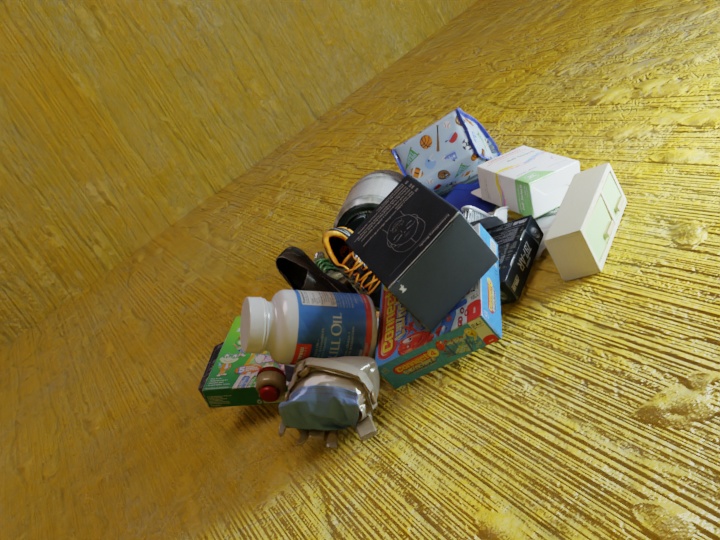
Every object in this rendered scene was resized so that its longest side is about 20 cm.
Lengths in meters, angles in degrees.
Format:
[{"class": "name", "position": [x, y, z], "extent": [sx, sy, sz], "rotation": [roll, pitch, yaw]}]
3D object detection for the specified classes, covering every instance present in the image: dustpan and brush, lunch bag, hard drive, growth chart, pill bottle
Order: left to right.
[{"class": "pill bottle", "position": [-0.081, 0.088, 1.377], "extent": [0.195, 0.115, 0.112], "rotation": [3, 11, -18]}, {"class": "lunch bag", "position": [0.184, -0.222, 1.823], "extent": [0.168, 0.126, 0.199], "rotation": [-27, -12, 21]}, {"class": "hard drive", "position": [0.181, -0.089, 1.693], "extent": [0.130, 0.026, 0.201], "rotation": [7, 48, 45]}, {"class": "dustpan and brush", "position": [0.216, -0.087, 1.572], "extent": [0.137, 0.059, 0.198], "rotation": [-14, -16, 34]}, {"class": "growth chart", "position": [0.282, -0.049, 1.509], "extent": [0.200, 0.018, 0.144], "rotation": [-43, 21, -24]}]

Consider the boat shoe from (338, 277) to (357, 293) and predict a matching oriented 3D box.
[{"class": "boat shoe", "position": [-0.005, 0.030, 1.700], "extent": [0.198, 0.073, 0.072], "rotation": [-32, 19, 24]}]

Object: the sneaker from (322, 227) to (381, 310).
[{"class": "sneaker", "position": [0.000, 0.000, 1.603], "extent": [0.079, 0.200, 0.077], "rotation": [-49, -19, 9]}]

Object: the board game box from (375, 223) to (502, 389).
[{"class": "board game box", "position": [0.117, 0.053, 1.369], "extent": [0.194, 0.056, 0.202], "rotation": [-29, 34, 28]}]

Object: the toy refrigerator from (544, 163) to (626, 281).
[{"class": "toy refrigerator", "position": [0.350, -0.078, 1.382], "extent": [0.069, 0.077, 0.201], "rotation": [-17, 24, 37]}]

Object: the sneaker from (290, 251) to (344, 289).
[{"class": "sneaker", "position": [-0.078, 0.003, 1.802], "extent": [0.076, 0.091, 0.198], "rotation": [6, -11, -40]}]

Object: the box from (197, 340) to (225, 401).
[{"class": "box", "position": [-0.205, 0.162, 1.728], "extent": [0.197, 0.049, 0.159], "rotation": [-28, 21, 15]}]

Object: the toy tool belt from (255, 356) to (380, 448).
[{"class": "toy tool belt", "position": [-0.067, 0.195, 1.308], "extent": [0.195, 0.126, 0.125], "rotation": [-5, 46, 12]}]

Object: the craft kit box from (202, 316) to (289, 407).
[{"class": "craft kit box", "position": [-0.153, 0.150, 1.570], "extent": [0.195, 0.049, 0.199], "rotation": [-6, 32, 17]}]

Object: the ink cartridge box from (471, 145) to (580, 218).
[{"class": "ink cartridge box", "position": [0.288, -0.165, 1.616], "extent": [0.115, 0.069, 0.199], "rotation": [-24, 26, -20]}]

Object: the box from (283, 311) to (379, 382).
[{"class": "box", "position": [-0.041, 0.132, 1.482], "extent": [0.116, 0.042, 0.201], "rotation": [10, 36, 19]}]

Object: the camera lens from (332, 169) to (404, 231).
[{"class": "camera lens", "position": [0.036, -0.097, 1.788], "extent": [0.158, 0.162, 0.201], "rotation": [-24, 19, 22]}]

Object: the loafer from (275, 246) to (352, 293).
[{"class": "loafer", "position": [-0.087, 0.037, 1.650], "extent": [0.074, 0.199, 0.071], "rotation": [-58, -19, 20]}]

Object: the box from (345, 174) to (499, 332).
[{"class": "box", "position": [0.087, -0.031, 1.344], "extent": [0.149, 0.107, 0.200], "rotation": [-45, 28, 2]}]

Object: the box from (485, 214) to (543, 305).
[{"class": "box", "position": [0.187, 0.000, 1.467], "extent": [0.197, 0.044, 0.162], "rotation": [-18, 31, 41]}]
